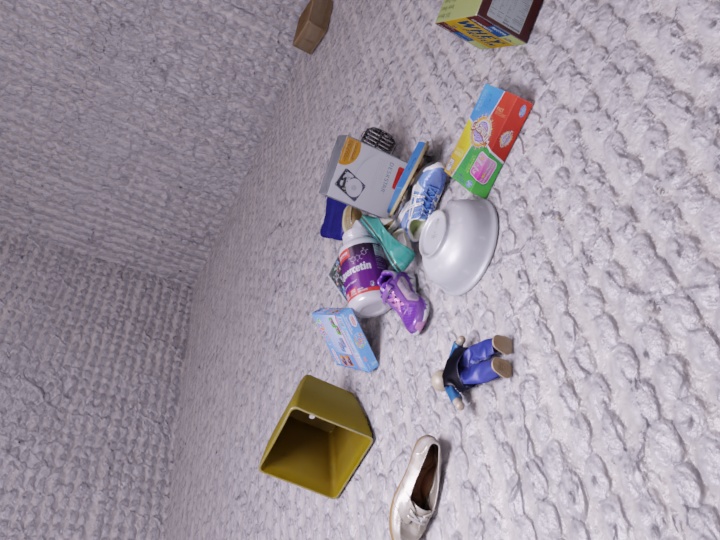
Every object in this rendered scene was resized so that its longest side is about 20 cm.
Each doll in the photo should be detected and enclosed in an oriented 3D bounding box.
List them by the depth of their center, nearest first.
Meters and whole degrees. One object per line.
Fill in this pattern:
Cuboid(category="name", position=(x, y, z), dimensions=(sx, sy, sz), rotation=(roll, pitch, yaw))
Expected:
Cuboid(category="doll", position=(0.185, 0.178, 1.159), dimensions=(0.199, 0.048, 0.139), rotation=(-35, 41, 55))

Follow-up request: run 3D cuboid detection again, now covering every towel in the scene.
Cuboid(category="towel", position=(-0.061, -0.167, 2.012), dimensions=(0.199, 0.049, 0.151), rotation=(-164, 85, -67))

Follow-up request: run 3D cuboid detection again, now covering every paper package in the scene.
Cuboid(category="paper package", position=(-0.220, -1.141, 3.055), dimensions=(0.199, 0.102, 0.194), rotation=(-33, 42, 58))

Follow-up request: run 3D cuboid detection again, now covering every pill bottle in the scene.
Cuboid(category="pill bottle", position=(0.010, 0.002, 1.568), dimensions=(0.112, 0.111, 0.203), rotation=(-45, 49, 47))

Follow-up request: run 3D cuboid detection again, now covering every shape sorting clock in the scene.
Cuboid(category="shape sorting clock", position=(0.117, -0.216, 1.575), dimensions=(0.203, 0.039, 0.200), rotation=(-64, -3, -6))

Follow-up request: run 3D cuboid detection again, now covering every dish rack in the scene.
Cuboid(category="dish rack", position=(0.027, -0.292, 1.834), dimensions=(0.153, 0.054, 0.203), rotation=(37, 104, 42))

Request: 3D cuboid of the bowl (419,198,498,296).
Cuboid(category="bowl", position=(0.177, -0.059, 1.306), dimensions=(0.201, 0.089, 0.204), rotation=(-48, 33, 45))

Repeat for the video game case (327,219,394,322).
Cuboid(category="video game case", position=(0.000, 0.000, 1.692), dimensions=(0.201, 0.023, 0.184), rotation=(52, 122, 43))

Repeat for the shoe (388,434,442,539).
Cuboid(category="shoe", position=(0.100, 0.392, 1.163), dimensions=(0.053, 0.069, 0.204), rotation=(160, 128, -72))

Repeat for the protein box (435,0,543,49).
Cuboid(category="protein box", position=(0.288, -0.599, 1.400), dimensions=(0.203, 0.133, 0.198), rotation=(-68, 23, 7))

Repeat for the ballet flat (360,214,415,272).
Cuboid(category="ballet flat", position=(0.069, -0.076, 1.508), dimensions=(0.070, 0.067, 0.201), rotation=(-38, 47, 4))

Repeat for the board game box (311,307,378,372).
Cuboid(category="board game box", position=(-0.041, 0.164, 1.596), dimensions=(0.153, 0.036, 0.199), rotation=(64, 157, -9))

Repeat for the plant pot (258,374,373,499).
Cuboid(category="plant pot", position=(-0.099, 0.363, 1.521), dimensions=(0.202, 0.197, 0.177), rotation=(-60, 13, 24))

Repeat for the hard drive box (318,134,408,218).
Cuboid(category="hard drive box", position=(0.014, -0.233, 1.678), dimensions=(0.077, 0.197, 0.159), rotation=(25, 96, 67))

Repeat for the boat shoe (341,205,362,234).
Cuboid(category="boat shoe", position=(-0.002, -0.102, 1.796), dimensions=(0.076, 0.071, 0.204), rotation=(-39, 49, 46))

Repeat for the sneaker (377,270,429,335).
Cuboid(category="sneaker", position=(0.086, 0.063, 1.430), dimensions=(0.081, 0.087, 0.201), rotation=(-59, 26, 23))

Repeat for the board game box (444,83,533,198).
Cuboid(category="board game box", position=(0.255, -0.267, 1.345), dimensions=(0.203, 0.040, 0.153), rotation=(-65, 23, 16))

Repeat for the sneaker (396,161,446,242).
Cuboid(category="sneaker", position=(0.148, -0.152, 1.484), dimensions=(0.078, 0.074, 0.202), rotation=(-108, 32, -47))
